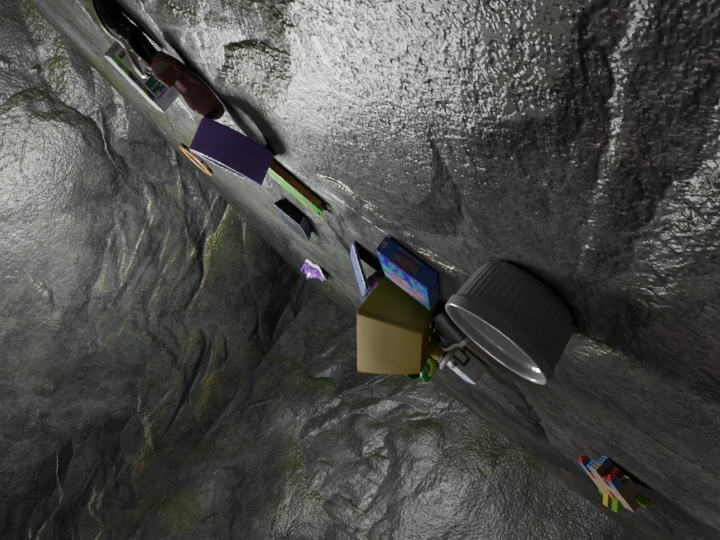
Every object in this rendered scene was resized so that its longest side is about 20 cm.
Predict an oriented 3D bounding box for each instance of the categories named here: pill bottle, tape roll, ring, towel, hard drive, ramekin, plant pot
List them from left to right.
[{"bbox_3d":[-0.783,-0.527,2.688,0.199,0.019,0.201,39,171,7],"label":"ring"},{"bbox_3d":[-0.320,-0.294,1.403,0.196,0.087,0.200,27,-179,0],"label":"tape roll"},{"bbox_3d":[-0.227,-0.173,1.937,0.134,0.043,0.200,39,172,11],"label":"hard drive"},{"bbox_3d":[0.000,0.000,1.681,0.200,0.023,0.149,107,146,-81],"label":"towel"},{"bbox_3d":[0.108,0.163,1.521,0.172,0.200,0.205,13,123,22],"label":"plant pot"},{"bbox_3d":[0.195,0.187,1.665,0.198,0.112,0.112,38,172,14],"label":"pill bottle"},{"bbox_3d":[0.242,0.076,0.900,0.199,0.106,0.200,39,172,6],"label":"ramekin"}]

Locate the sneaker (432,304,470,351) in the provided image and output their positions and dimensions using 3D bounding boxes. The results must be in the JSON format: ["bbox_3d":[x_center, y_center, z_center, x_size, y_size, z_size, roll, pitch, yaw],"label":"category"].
[{"bbox_3d":[0.227,0.146,1.484,0.106,0.075,0.200,44,163,1],"label":"sneaker"}]

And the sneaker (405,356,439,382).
[{"bbox_3d":[0.144,0.263,1.618,0.074,0.085,0.199,41,168,-26],"label":"sneaker"}]

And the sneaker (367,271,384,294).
[{"bbox_3d":[0.056,0.056,1.760,0.088,0.080,0.201,44,168,11],"label":"sneaker"}]

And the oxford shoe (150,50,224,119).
[{"bbox_3d":[-0.397,-0.439,1.322,0.199,0.070,0.076,41,-156,-41],"label":"oxford shoe"}]

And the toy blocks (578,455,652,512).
[{"bbox_3d":[0.696,0.580,1.574,0.138,0.099,0.200,51,172,0],"label":"toy blocks"}]

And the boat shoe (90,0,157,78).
[{"bbox_3d":[-0.544,-0.557,1.323,0.062,0.075,0.203,-12,126,32],"label":"boat shoe"}]

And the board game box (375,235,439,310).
[{"bbox_3d":[0.116,0.011,1.335,0.151,0.045,0.200,38,172,18],"label":"board game box"}]

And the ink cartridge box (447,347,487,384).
[{"bbox_3d":[0.293,0.266,1.783,0.199,0.068,0.116,41,171,2],"label":"ink cartridge box"}]

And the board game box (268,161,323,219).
[{"bbox_3d":[-0.170,-0.216,1.515,0.199,0.030,0.096,43,173,6],"label":"board game box"}]

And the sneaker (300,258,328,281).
[{"bbox_3d":[-0.228,0.018,2.796,0.198,0.084,0.081,29,168,49],"label":"sneaker"}]

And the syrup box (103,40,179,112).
[{"bbox_3d":[-0.606,-0.547,1.573,0.081,0.079,0.200,30,167,46],"label":"syrup box"}]
